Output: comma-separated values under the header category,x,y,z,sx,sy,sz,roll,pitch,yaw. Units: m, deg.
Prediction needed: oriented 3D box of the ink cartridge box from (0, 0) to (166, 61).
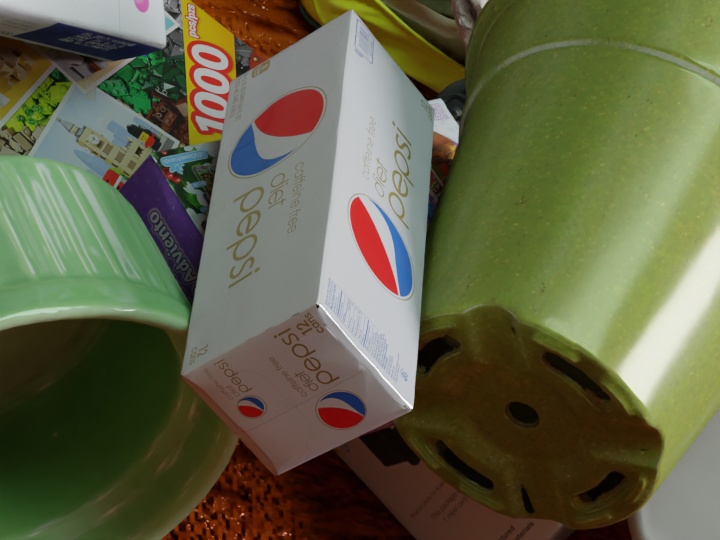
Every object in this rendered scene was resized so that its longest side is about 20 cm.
category,x,y,z,sx,sy,sz,roll,pitch,yaw
ink cartridge box,-0.161,-0.203,1.305,0.196,0.043,0.201,8,75,-57

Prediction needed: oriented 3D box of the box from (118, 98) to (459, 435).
category,x,y,z,sx,sy,sz,roll,pitch,yaw
box,0.000,0.000,1.319,0.200,0.039,0.137,-13,65,-49

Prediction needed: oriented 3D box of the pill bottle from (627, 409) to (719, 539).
category,x,y,z,sx,sy,sz,roll,pitch,yaw
pill bottle,0.191,0.112,1.385,0.113,0.113,0.200,53,6,15

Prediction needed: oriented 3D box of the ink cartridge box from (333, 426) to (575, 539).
category,x,y,z,sx,sy,sz,roll,pitch,yaw
ink cartridge box,0.047,0.036,1.429,0.200,0.083,0.146,47,43,9

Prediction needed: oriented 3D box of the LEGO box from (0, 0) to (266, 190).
category,x,y,z,sx,sy,sz,roll,pitch,yaw
LEGO box,-0.146,-0.061,1.386,0.149,0.077,0.200,38,43,-1

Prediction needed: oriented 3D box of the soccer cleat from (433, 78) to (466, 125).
category,x,y,z,sx,sy,sz,roll,pitch,yaw
soccer cleat,0.114,-0.017,1.425,0.200,0.068,0.073,38,12,10

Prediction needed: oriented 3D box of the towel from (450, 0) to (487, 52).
category,x,y,z,sx,sy,sz,roll,pitch,yaw
towel,0.116,-0.085,1.549,0.132,0.034,0.200,-34,108,-47

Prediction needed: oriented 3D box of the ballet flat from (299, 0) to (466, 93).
category,x,y,z,sx,sy,sz,roll,pitch,yaw
ballet flat,0.062,-0.118,1.581,0.200,0.067,0.067,28,46,-11

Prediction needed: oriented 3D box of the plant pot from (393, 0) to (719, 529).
category,x,y,z,sx,sy,sz,roll,pitch,yaw
plant pot,0.099,0.001,1.251,0.200,0.200,0.190,35,52,-4

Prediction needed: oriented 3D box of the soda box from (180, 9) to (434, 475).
category,x,y,z,sx,sy,sz,roll,pitch,yaw
soda box,-0.018,-0.015,1.202,0.064,0.068,0.200,49,27,-28

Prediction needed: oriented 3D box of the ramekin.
category,x,y,z,sx,sy,sz,roll,pitch,yaw
ramekin,-0.156,0.046,1.209,0.200,0.200,0.098,0,47,-33
